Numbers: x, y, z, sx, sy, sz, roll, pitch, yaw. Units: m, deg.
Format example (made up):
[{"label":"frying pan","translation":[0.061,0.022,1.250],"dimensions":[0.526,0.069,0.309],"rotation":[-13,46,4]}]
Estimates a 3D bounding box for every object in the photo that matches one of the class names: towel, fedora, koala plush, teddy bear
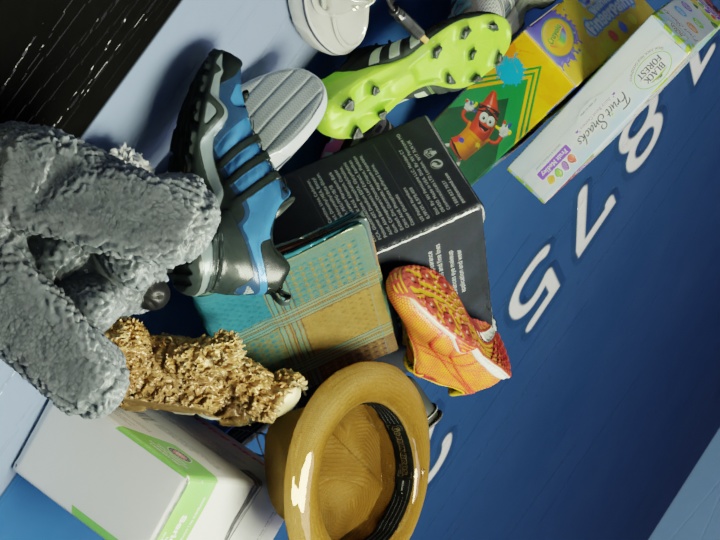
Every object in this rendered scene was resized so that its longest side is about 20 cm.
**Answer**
[{"label":"towel","translation":[-0.049,0.036,1.398],"dimensions":[0.146,0.022,0.200],"rotation":[-22,147,-4]},{"label":"fedora","translation":[-0.022,0.164,1.435],"dimensions":[0.200,0.082,0.201],"rotation":[-16,111,-51]},{"label":"koala plush","translation":[-0.193,-0.018,1.205],"dimensions":[0.178,0.183,0.200],"rotation":[-60,176,5]},{"label":"teddy bear","translation":[-0.138,0.077,1.355],"dimensions":[0.145,0.199,0.067],"rotation":[138,-39,-71]}]

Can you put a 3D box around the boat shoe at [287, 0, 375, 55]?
[{"label":"boat shoe","translation":[-0.013,-0.234,1.372],"dimensions":[0.072,0.066,0.200],"rotation":[-47,152,-25]}]

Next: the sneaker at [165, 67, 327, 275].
[{"label":"sneaker","translation":[-0.104,-0.078,1.383],"dimensions":[0.200,0.073,0.071],"rotation":[-43,161,-13]}]

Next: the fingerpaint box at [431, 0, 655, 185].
[{"label":"fingerpaint box","translation":[0.168,-0.182,1.648],"dimensions":[0.167,0.073,0.200],"rotation":[-44,179,40]}]

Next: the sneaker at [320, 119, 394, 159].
[{"label":"sneaker","translation":[0.033,-0.089,1.588],"dimensions":[0.074,0.087,0.200],"rotation":[-59,155,-1]}]

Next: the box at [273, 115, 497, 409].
[{"label":"box","translation":[0.000,0.000,1.505],"dimensions":[0.199,0.118,0.197],"rotation":[-24,146,-9]}]

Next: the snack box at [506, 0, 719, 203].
[{"label":"snack box","translation":[0.233,-0.160,1.588],"dimensions":[0.200,0.053,0.142],"rotation":[-48,176,31]}]

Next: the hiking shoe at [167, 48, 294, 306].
[{"label":"hiking shoe","translation":[-0.093,-0.068,1.296],"dimensions":[0.074,0.086,0.201],"rotation":[137,-41,-58]}]

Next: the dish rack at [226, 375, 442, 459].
[{"label":"dish rack","translation":[-0.037,0.144,1.600],"dimensions":[0.153,0.200,0.055],"rotation":[-35,108,-25]}]

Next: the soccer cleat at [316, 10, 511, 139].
[{"label":"soccer cleat","translation":[0.036,-0.173,1.476],"dimensions":[0.200,0.081,0.068],"rotation":[-28,128,-23]}]

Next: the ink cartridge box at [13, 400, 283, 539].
[{"label":"ink cartridge box","translation":[-0.162,0.171,1.440],"dimensions":[0.084,0.145,0.200],"rotation":[-61,155,4]}]

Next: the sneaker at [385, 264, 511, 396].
[{"label":"sneaker","translation":[0.063,0.060,1.464],"dimensions":[0.077,0.073,0.200],"rotation":[-25,144,13]}]

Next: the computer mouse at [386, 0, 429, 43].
[{"label":"computer mouse","translation":[0.062,-0.248,1.432],"dimensions":[0.200,0.046,0.141],"rotation":[32,54,-69]}]

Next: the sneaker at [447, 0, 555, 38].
[{"label":"sneaker","translation":[0.111,-0.251,1.580],"dimensions":[0.200,0.078,0.086],"rotation":[-43,107,-35]}]
